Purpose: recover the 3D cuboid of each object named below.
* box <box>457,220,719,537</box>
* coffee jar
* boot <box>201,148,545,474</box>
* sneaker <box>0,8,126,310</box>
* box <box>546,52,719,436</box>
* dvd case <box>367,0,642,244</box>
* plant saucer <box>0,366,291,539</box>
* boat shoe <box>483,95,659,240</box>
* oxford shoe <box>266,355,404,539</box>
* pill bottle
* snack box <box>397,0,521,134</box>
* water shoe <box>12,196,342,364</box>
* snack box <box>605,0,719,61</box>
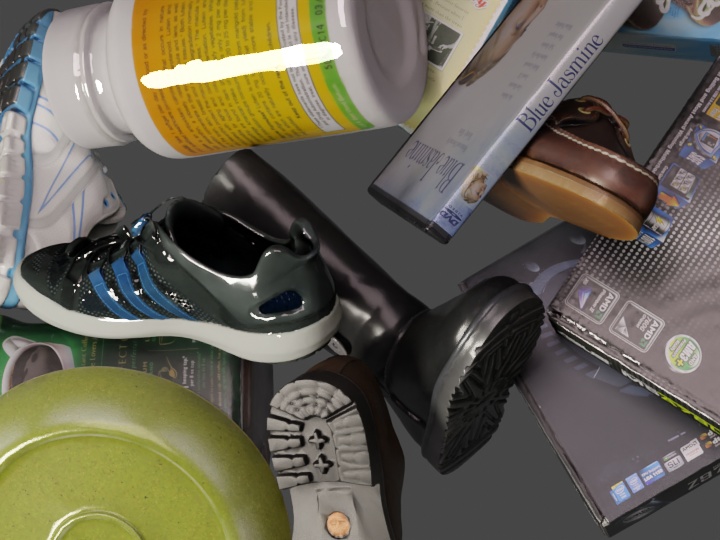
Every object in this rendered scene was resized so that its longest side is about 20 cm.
[{"bbox_3d":[0.179,0.028,1.206,0.200,0.044,0.160,-30,72,1],"label":"box"},{"bbox_3d":[-0.152,0.073,1.233,0.200,0.085,0.104,-2,73,9],"label":"coffee jar"},{"bbox_3d":[0.000,0.001,1.191,0.066,0.165,0.200,-33,68,-30],"label":"boot"},{"bbox_3d":[-0.180,-0.060,1.295,0.087,0.075,0.200,14,63,-22],"label":"sneaker"},{"bbox_3d":[0.232,-0.003,1.156,0.193,0.048,0.200,33,83,20],"label":"box"},{"bbox_3d":[0.084,-0.106,1.173,0.018,0.143,0.200,38,90,-16],"label":"dvd case"},{"bbox_3d":[-0.138,0.151,1.185,0.200,0.031,0.200,2,106,8],"label":"plant saucer"},{"bbox_3d":[0.109,-0.063,1.168,0.070,0.200,0.070,35,86,-19],"label":"boat shoe"},{"bbox_3d":[-0.001,0.140,1.177,0.073,0.084,0.200,5,108,17],"label":"oxford shoe"},{"bbox_3d":[-0.073,-0.123,1.232,0.200,0.111,0.111,-7,73,24],"label":"pill bottle"},{"bbox_3d":[-0.007,-0.172,1.286,0.200,0.037,0.116,33,100,17],"label":"snack box"},{"bbox_3d":[-0.100,-0.007,1.174,0.200,0.079,0.072,8,34,26],"label":"water shoe"},{"bbox_3d":[0.182,-0.222,1.271,0.116,0.037,0.200,7,76,14],"label":"snack box"}]
